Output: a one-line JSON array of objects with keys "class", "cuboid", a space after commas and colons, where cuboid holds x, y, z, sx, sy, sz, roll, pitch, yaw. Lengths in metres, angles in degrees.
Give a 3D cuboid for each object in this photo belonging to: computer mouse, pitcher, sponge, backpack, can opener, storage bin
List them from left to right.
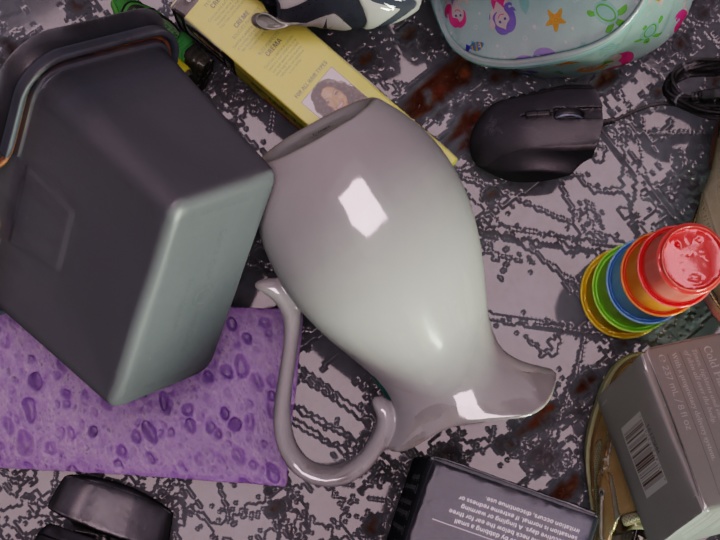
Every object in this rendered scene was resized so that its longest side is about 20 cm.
[{"class": "storage bin", "cuboid": [-0.143, -0.025, 1.074, 0.145, 0.201, 0.134, -21, 53, -43]}, {"class": "sponge", "cuboid": [-0.139, 0.075, 1.181, 0.198, 0.030, 0.113, 4, 84, -2]}, {"class": "can opener", "cuboid": [-0.108, 0.195, 1.153, 0.199, 0.063, 0.079, 24, 90, 0]}, {"class": "pitcher", "cuboid": [-0.001, 0.017, 1.095, 0.171, 0.121, 0.201, -27, 102, 3]}, {"class": "backpack", "cuboid": [0.117, -0.222, 1.154, 0.176, 0.150, 0.202, -7, 91, 28]}, {"class": "computer mouse", "cuboid": [0.158, -0.100, 1.166, 0.199, 0.034, 0.059, -14, 58, 22]}]

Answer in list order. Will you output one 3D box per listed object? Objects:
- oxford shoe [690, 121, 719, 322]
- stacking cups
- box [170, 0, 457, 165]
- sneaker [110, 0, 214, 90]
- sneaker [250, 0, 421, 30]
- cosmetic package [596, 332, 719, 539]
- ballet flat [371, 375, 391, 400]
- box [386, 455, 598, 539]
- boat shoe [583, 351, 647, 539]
[{"class": "oxford shoe", "cuboid": [0.242, -0.051, 1.140, 0.070, 0.074, 0.201, 8, 51, 0]}, {"class": "stacking cups", "cuboid": [0.178, 0.009, 1.113, 0.060, 0.200, 0.061, 0, 86, -4]}, {"class": "box", "cuboid": [-0.029, -0.114, 1.182, 0.200, 0.075, 0.050, 40, 87, 1]}, {"class": "sneaker", "cuboid": [-0.190, -0.090, 1.180, 0.200, 0.078, 0.085, -43, 81, -14]}, {"class": "sneaker", "cuboid": [-0.047, -0.236, 1.115, 0.129, 0.079, 0.201, -15, 105, -13]}, {"class": "cosmetic package", "cuboid": [0.257, 0.091, 1.130, 0.199, 0.090, 0.107, -13, 69, -20]}, {"class": "ballet flat", "cuboid": [0.000, 0.000, 1.183, 0.067, 0.067, 0.200, -37, 90, -26]}, {"class": "box", "cuboid": [0.054, 0.221, 1.115, 0.106, 0.148, 0.201, 19, 85, 0]}, {"class": "boat shoe", "cuboid": [0.177, 0.150, 1.162, 0.071, 0.076, 0.202, 4, 84, -2]}]
